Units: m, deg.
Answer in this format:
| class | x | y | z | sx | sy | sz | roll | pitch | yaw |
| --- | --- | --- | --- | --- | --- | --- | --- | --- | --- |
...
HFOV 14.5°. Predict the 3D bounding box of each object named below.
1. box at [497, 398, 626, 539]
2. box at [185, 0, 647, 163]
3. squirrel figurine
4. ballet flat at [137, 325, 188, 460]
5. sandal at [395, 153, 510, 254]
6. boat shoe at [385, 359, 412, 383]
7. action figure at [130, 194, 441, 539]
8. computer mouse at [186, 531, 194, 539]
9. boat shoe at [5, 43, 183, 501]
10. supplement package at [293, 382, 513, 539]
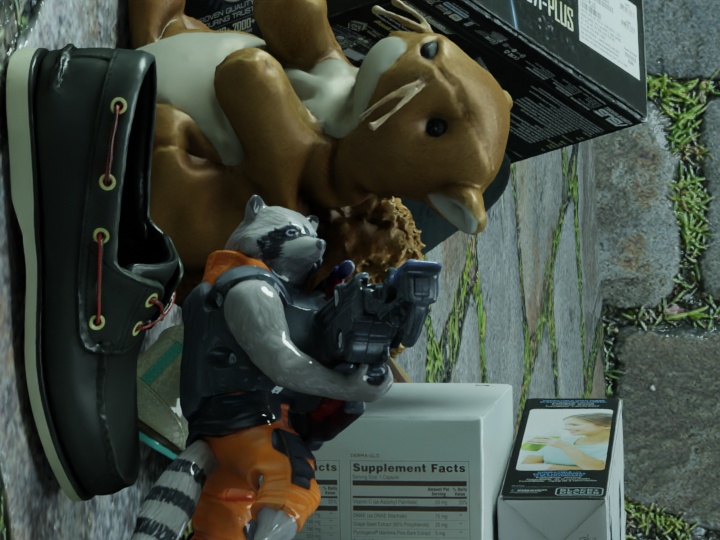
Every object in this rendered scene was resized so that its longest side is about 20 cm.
| class | x | y | z | sx | sy | sz | roll | pitch | yaw |
| --- | --- | --- | --- | --- | --- | --- | --- | --- | --- |
| box | 0.116 | 0.153 | 1.600 | 0.200 | 0.060 | 0.117 | -60 | 149 | -74 |
| box | 0.032 | -0.129 | 1.486 | 0.200 | 0.163 | 0.087 | 27 | 55 | -47 |
| squirrel figurine | -0.018 | -0.047 | 1.344 | 0.142 | 0.185 | 0.201 | -78 | 164 | -50 |
| ballet flat | -0.067 | 0.075 | 1.380 | 0.062 | 0.067 | 0.200 | -52 | 163 | -6 |
| sandal | 0.000 | -0.001 | 1.484 | 0.048 | 0.200 | 0.075 | 50 | -9 | 31 |
| boat shoe | -0.011 | 0.071 | 1.714 | 0.200 | 0.070 | 0.071 | 66 | 17 | -46 |
| action figure | -0.041 | 0.052 | 1.220 | 0.200 | 0.104 | 0.195 | 127 | -28 | -58 |
| computer mouse | -0.080 | 0.227 | 1.425 | 0.140 | 0.046 | 0.201 | -126 | -143 | -73 |
| boat shoe | -0.109 | 0.004 | 1.201 | 0.074 | 0.063 | 0.203 | -67 | 156 | -71 |
| supplement package | 0.005 | 0.169 | 1.563 | 0.152 | 0.150 | 0.201 | -26 | 115 | -80 |
